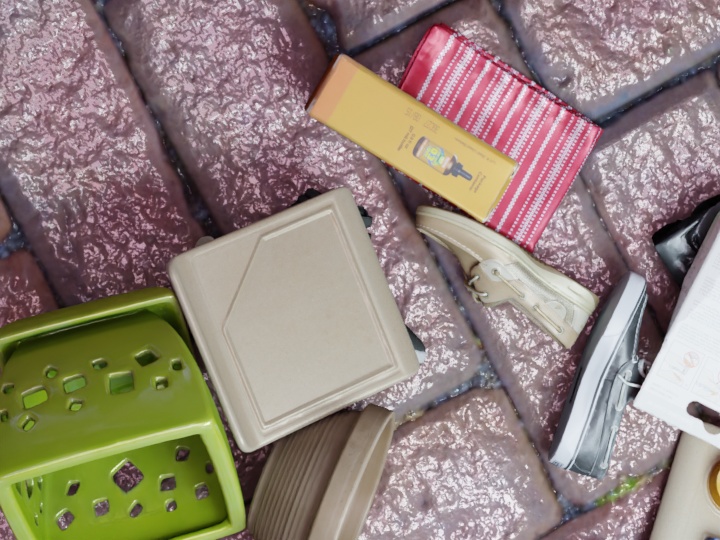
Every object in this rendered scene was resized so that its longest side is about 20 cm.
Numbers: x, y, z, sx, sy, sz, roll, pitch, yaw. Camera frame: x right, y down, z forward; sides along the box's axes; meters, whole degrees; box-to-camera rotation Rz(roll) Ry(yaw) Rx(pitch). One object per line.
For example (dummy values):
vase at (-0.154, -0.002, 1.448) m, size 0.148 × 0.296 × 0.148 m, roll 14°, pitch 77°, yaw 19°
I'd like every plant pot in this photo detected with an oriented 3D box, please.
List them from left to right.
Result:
plant pot at (-0.222, 0.136, 1.556) m, size 0.198 × 0.200 × 0.183 m, roll -14°, pitch 53°, yaw -4°
plant pot at (-0.044, 0.209, 1.594) m, size 0.092 × 0.201 × 0.203 m, roll 20°, pitch 91°, yaw 7°

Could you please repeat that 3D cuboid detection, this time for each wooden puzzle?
wooden puzzle at (-0.060, 0.043, 1.576) m, size 0.199 × 0.037 × 0.187 m, roll -23°, pitch 93°, yaw -25°
wooden puzzle at (0.384, 0.260, 1.672) m, size 0.198 × 0.046 × 0.187 m, roll 19°, pitch 78°, yaw 4°

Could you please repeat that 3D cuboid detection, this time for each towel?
towel at (0.118, -0.128, 1.675) m, size 0.199 × 0.022 × 0.145 m, roll 32°, pitch 90°, yaw -6°

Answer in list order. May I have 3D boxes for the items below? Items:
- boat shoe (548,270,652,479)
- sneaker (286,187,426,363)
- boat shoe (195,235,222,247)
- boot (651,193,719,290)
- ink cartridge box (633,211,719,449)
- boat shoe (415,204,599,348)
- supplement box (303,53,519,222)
boat shoe at (0.245, 0.103, 1.669) m, size 0.067 × 0.074 × 0.201 m, roll 20°, pitch 91°, yaw -1°
sneaker at (0.000, 0.000, 1.644) m, size 0.199 × 0.071 × 0.100 m, roll 37°, pitch 94°, yaw -1°
boat shoe at (-0.101, 0.060, 1.645) m, size 0.063 × 0.074 × 0.203 m, roll -20°, pitch 87°, yaw -32°
boot at (0.398, 0.010, 1.689) m, size 0.164 × 0.066 × 0.201 m, roll -33°, pitch 90°, yaw -5°
ink cartridge box at (0.367, 0.068, 1.641) m, size 0.160 × 0.050 × 0.201 m, roll 26°, pitch 99°, yaw -1°
boat shoe at (0.132, 0.004, 1.657) m, size 0.199 × 0.071 × 0.065 m, roll 31°, pitch 89°, yaw -7°
supplement box at (0.047, -0.124, 1.626) m, size 0.199 × 0.069 × 0.067 m, roll 32°, pitch 93°, yaw -6°
